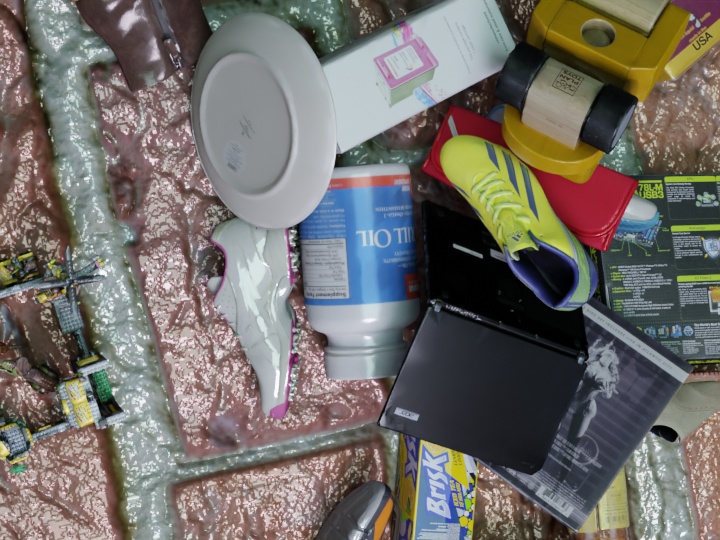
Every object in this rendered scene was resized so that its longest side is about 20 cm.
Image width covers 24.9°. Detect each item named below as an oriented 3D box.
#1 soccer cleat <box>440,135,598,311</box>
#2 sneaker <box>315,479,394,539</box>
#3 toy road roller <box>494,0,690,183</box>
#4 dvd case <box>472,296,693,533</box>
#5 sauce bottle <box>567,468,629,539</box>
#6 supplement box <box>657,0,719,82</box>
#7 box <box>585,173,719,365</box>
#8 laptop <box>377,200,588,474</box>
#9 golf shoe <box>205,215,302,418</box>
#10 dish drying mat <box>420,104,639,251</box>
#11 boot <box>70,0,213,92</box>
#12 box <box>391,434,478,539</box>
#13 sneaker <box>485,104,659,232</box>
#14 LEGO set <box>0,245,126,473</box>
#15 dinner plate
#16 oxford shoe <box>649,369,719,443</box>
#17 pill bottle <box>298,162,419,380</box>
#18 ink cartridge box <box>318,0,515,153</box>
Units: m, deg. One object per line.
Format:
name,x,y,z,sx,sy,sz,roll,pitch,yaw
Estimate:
soccer cleat,0.144,-0.047,1.507,0.200,0.084,0.065,50,119,7
sneaker,0.003,0.308,1.597,0.112,0.078,0.200,28,96,-17
toy road roller,0.204,-0.174,1.502,0.123,0.146,0.200,28,63,11
dvd case,0.204,0.129,1.570,0.149,0.016,0.200,35,76,12
sauce bottle,0.235,0.178,1.645,0.066,0.066,0.201,-1,84,-14
supplement box,0.260,-0.288,1.603,0.103,0.131,0.200,-40,100,-10
box,0.330,-0.001,1.654,0.199,0.048,0.194,-3,77,-14
laptop,0.114,0.063,1.533,0.177,0.103,0.200,20,45,-23
golf shoe,-0.101,0.042,1.564,0.091,0.075,0.201,-2,90,1
dish drying mat,0.160,-0.090,1.561,0.200,0.018,0.077,25,84,19
boot,-0.177,-0.285,1.539,0.200,0.072,0.167,-35,112,-12
box,0.076,0.191,1.605,0.064,0.070,0.201,5,91,-16
sneaker,0.202,-0.097,1.598,0.199,0.077,0.081,23,83,10
LEGO set,-0.295,0.084,1.484,0.153,0.116,0.201,-11,94,-13
dinner plate,-0.098,-0.135,1.492,0.024,0.200,0.201,-15,96,-42
oxford shoe,0.324,0.139,1.650,0.199,0.071,0.074,3,79,-28
pill bottle,0.000,0.000,1.558,0.112,0.112,0.201,-6,94,-14
ink cartridge box,0.029,-0.188,1.541,0.200,0.145,0.085,-27,99,-12
